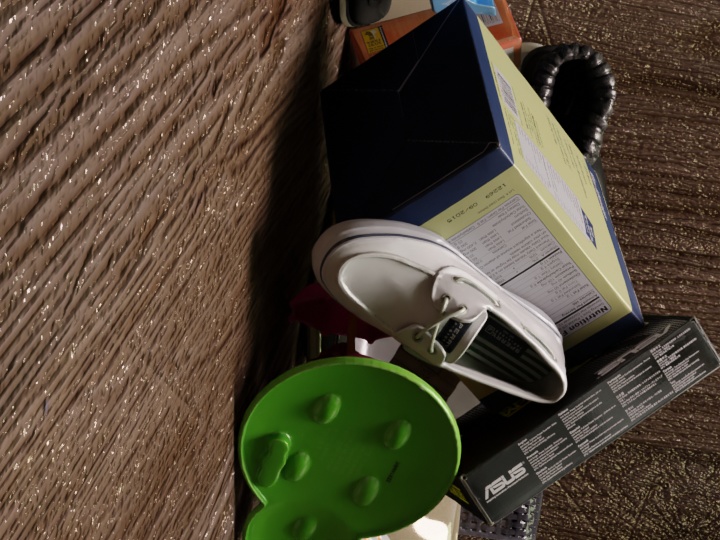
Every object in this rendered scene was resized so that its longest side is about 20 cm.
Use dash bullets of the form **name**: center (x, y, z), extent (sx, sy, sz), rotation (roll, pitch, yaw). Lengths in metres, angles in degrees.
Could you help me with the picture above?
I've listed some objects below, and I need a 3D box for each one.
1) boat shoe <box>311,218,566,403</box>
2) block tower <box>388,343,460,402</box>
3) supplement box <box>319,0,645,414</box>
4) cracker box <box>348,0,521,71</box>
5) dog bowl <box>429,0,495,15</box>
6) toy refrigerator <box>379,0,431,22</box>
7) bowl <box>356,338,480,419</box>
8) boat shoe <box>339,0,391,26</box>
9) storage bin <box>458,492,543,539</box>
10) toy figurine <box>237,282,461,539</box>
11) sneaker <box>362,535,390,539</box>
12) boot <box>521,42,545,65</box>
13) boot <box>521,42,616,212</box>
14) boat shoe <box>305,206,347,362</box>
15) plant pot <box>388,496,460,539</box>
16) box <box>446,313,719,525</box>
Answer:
- **boat shoe**: center (0.061, 0.028, 1.165), extent (0.074, 0.199, 0.067), rotation (-58, -154, 21)
- **block tower**: center (0.009, 0.135, 1.349), extent (0.201, 0.054, 0.058), rotation (-56, 179, 9)
- **supplement box**: center (0.086, -0.047, 1.285), extent (0.200, 0.134, 0.201), rotation (47, 21, -33)
- **cracker box**: center (0.064, -0.142, 1.506), extent (0.201, 0.133, 0.058), rotation (85, -12, -59)
- **dog bowl**: center (0.065, -0.253, 1.291), extent (0.200, 0.049, 0.113), rotation (53, 28, -77)
- **toy refrigerator**: center (0.058, -0.268, 1.613), extent (0.076, 0.069, 0.201), rotation (84, 14, -58)
- **bowl**: center (0.078, 0.038, 1.516), extent (0.075, 0.198, 0.202), rotation (29, 76, -76)
- **boat shoe**: center (0.012, -0.235, 1.327), extent (0.202, 0.062, 0.074), rotation (77, 16, -75)
- **storage bin**: center (0.076, 0.185, 1.671), extent (0.135, 0.198, 0.095), rotation (-34, 132, -80)
- **toy figurine**: center (-0.016, 0.093, 1.258), extent (0.185, 0.149, 0.201), rotation (-88, -159, -58)
- **sneaker**: center (-0.036, 0.256, 1.268), extent (0.079, 0.077, 0.200), rotation (54, 45, -18)
- **boot**: center (0.094, -0.173, 1.636), extent (0.073, 0.199, 0.091), rotation (43, 34, -32)
- **boot**: center (0.176, -0.089, 1.492), extent (0.158, 0.079, 0.213), rotation (-109, -172, -79)
- **boat shoe**: center (0.000, 0.000, 1.435), extent (0.072, 0.065, 0.202), rotation (87, 13, -56)
- **plant pot**: center (0.014, 0.224, 1.497), extent (0.200, 0.133, 0.202), rotation (7, 90, -82)
- **box**: center (0.143, 0.101, 1.280), extent (0.048, 0.199, 0.193), rotation (57, -6, -2)
